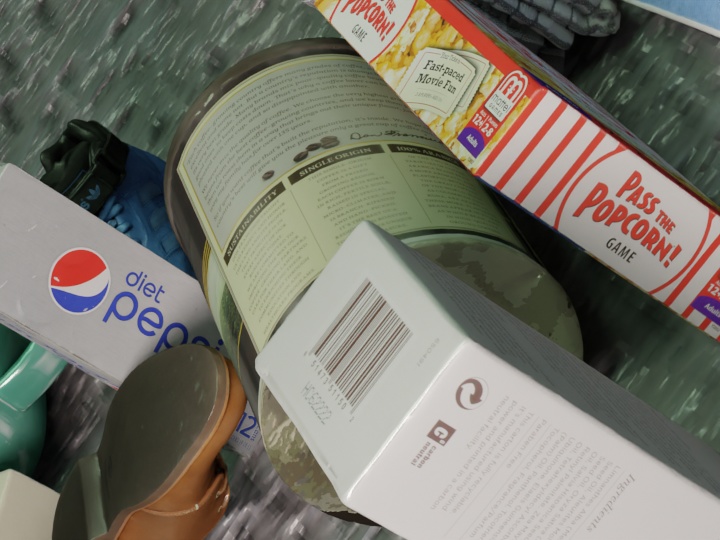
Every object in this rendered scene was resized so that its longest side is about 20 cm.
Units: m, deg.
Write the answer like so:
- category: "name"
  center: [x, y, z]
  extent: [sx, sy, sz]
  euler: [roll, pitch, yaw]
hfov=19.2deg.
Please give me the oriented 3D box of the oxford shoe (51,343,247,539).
- category: "oxford shoe"
  center: [-0.091, 0.097, 1.059]
  extent: [0.200, 0.071, 0.072]
  euler: [129, 143, -50]

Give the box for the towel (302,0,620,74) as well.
- category: "towel"
  center: [0.021, -0.181, 1.068]
  extent: [0.086, 0.200, 0.166]
  euler: [-48, 32, 27]

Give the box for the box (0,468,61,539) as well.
- category: "box"
  center: [-0.210, 0.216, 1.161]
  extent: [0.082, 0.068, 0.201]
  euler: [-21, 46, 44]

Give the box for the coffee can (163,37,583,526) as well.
- category: "coffee can"
  center: [0.000, 0.000, 0.983]
  extent: [0.146, 0.146, 0.200]
  euler: [-49, 32, 14]

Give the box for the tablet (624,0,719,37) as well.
- category: "tablet"
  center: [0.171, -0.164, 0.933]
  extent: [0.200, 0.014, 0.131]
  euler: [32, 125, 51]

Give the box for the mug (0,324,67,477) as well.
- category: "mug"
  center: [-0.256, 0.074, 1.259]
  extent: [0.115, 0.152, 0.185]
  euler: [-100, 31, -42]

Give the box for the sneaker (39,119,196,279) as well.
- category: "sneaker"
  center: [-0.140, -0.010, 1.221]
  extent: [0.077, 0.111, 0.200]
  euler: [-41, 35, 24]

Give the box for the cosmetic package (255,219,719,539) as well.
- category: "cosmetic package"
  center: [0.068, 0.073, 0.772]
  extent: [0.071, 0.200, 0.101]
  euler: [-53, 31, 9]

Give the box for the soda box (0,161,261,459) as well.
- category: "soda box"
  center: [-0.128, 0.019, 1.092]
  extent: [0.063, 0.200, 0.068]
  euler: [12, 72, 58]

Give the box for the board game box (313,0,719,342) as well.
- category: "board game box"
  center: [0.076, -0.061, 0.927]
  extent: [0.046, 0.151, 0.200]
  euler: [-52, 32, 9]
